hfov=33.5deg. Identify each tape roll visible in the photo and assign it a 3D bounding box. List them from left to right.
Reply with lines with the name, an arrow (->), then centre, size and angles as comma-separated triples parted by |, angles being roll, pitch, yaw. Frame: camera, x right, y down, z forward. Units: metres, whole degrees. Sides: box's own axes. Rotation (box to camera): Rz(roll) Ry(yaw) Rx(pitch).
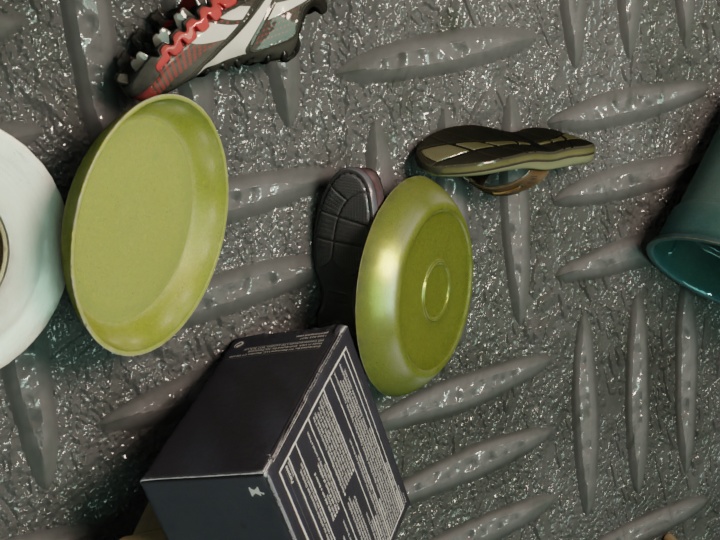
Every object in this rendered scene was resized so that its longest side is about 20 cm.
tape roll -> -0.315, -0.018, 0.866 | 0.200, 0.071, 0.205 | -9, 108, -31

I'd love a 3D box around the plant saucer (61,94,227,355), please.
plant saucer -> -0.169, -0.037, 0.924 | 0.200, 0.031, 0.202 | -42, 139, -51

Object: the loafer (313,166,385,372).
loafer -> 0.000, 0.000, 1.084 | 0.063, 0.071, 0.202 | -20, 120, -48

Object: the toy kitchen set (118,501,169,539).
toy kitchen set -> -0.217, 0.295, 1.014 | 0.198, 0.181, 0.165 | -12, 111, 13

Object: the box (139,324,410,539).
box -> -0.063, 0.186, 0.999 | 0.199, 0.122, 0.202 | -61, 137, -55

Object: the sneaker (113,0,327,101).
sneaker -> -0.102, -0.189, 0.954 | 0.200, 0.071, 0.098 | -44, 119, -17

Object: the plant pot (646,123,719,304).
plant pot -> 0.432, -0.075, 1.265 | 0.199, 0.199, 0.198 | 32, 78, -34

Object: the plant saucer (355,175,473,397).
plant saucer -> 0.058, 0.017, 1.083 | 0.199, 0.031, 0.203 | -21, 114, -58

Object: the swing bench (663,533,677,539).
swing bench -> 0.386, 0.446, 1.361 | 0.129, 0.199, 0.201 | -22, 114, -26

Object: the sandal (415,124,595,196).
sandal -> 0.142, -0.099, 1.136 | 0.199, 0.080, 0.058 | -4, 119, -32
